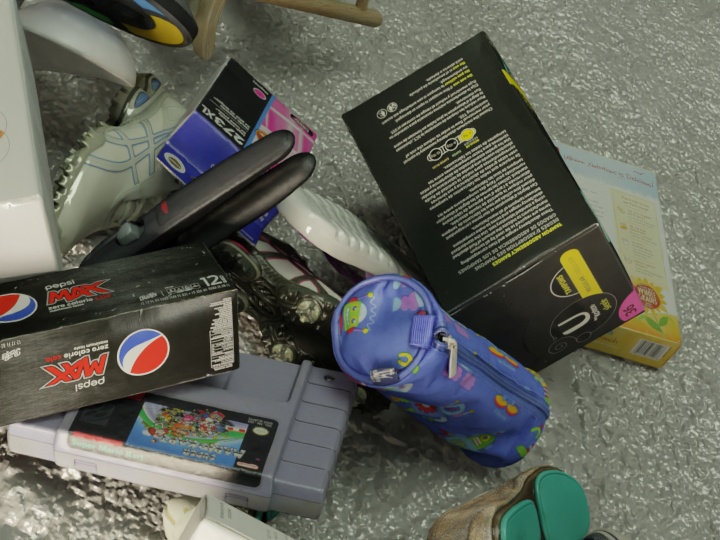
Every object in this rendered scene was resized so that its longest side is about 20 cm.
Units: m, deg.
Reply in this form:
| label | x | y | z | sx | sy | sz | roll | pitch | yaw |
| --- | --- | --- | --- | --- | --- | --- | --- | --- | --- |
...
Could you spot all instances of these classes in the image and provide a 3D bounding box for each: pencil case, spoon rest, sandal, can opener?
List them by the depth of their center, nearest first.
| label | x | y | z | sx | sy | sz | roll | pitch | yaw |
| --- | --- | --- | --- | --- | --- | --- | --- | --- | --- |
| can opener | -0.119 | -0.030 | 1.112 | 0.063 | 0.200 | 0.079 | 31 | 30 | -51 |
| pencil case | 0.060 | 0.071 | 1.134 | 0.200 | 0.087 | 0.078 | 38 | 65 | -51 |
| spoon rest | -0.232 | -0.171 | 1.224 | 0.099 | 0.061 | 0.200 | 27 | 4 | -39 |
| sandal | -0.003 | -0.004 | 1.228 | 0.203 | 0.050 | 0.082 | 34 | 13 | -46 |

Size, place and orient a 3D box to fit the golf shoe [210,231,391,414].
| label | x | y | z | sx | sy | sz | roll | pitch | yaw |
| --- | --- | --- | --- | --- | --- | --- | --- | --- | --- |
| golf shoe | -0.046 | 0.020 | 1.194 | 0.200 | 0.077 | 0.088 | 37 | 32 | 0 |

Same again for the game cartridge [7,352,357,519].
| label | x | y | z | sx | sy | sz | roll | pitch | yaw |
| --- | --- | --- | --- | --- | --- | --- | --- | --- | --- |
| game cartridge | -0.110 | 0.090 | 1.064 | 0.200 | 0.038 | 0.130 | 12 | 28 | 4 |

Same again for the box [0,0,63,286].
| label | x | y | z | sx | sy | sz | roll | pitch | yaw |
| --- | --- | --- | --- | --- | --- | --- | --- | --- | --- |
| box | -0.283 | -0.075 | 1.081 | 0.152 | 0.106 | 0.200 | -10 | 54 | -7 |

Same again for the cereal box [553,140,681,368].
| label | x | y | z | sx | sy | sz | roll | pitch | yaw |
| --- | --- | --- | --- | --- | --- | --- | --- | --- | --- |
| cereal box | 0.187 | -0.022 | 1.391 | 0.144 | 0.040 | 0.200 | 16 | 45 | -16 |

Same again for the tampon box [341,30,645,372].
| label | x | y | z | sx | sy | sz | roll | pitch | yaw |
| --- | --- | --- | --- | --- | --- | --- | --- | --- | --- |
| tampon box | 0.101 | -0.044 | 1.248 | 0.200 | 0.126 | 0.150 | 64 | 9 | 32 |

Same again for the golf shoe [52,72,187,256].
| label | x | y | z | sx | sy | sz | roll | pitch | yaw |
| --- | --- | --- | --- | --- | --- | --- | --- | --- | --- |
| golf shoe | -0.165 | -0.063 | 1.202 | 0.097 | 0.078 | 0.200 | 36 | 43 | -5 |

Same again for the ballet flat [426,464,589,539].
| label | x | y | z | sx | sy | sz | roll | pitch | yaw |
| --- | --- | --- | --- | --- | --- | --- | --- | --- | --- |
| ballet flat | 0.097 | 0.170 | 1.131 | 0.200 | 0.067 | 0.068 | 7 | 75 | -66 |

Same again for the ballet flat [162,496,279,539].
| label | x | y | z | sx | sy | sz | roll | pitch | yaw |
| --- | --- | --- | --- | --- | --- | --- | --- | --- | --- |
| ballet flat | -0.082 | 0.149 | 1.066 | 0.075 | 0.068 | 0.200 | 21 | 37 | 8 |

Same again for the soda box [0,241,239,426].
| label | x | y | z | sx | sy | sz | roll | pitch | yaw |
| --- | --- | --- | --- | --- | --- | --- | --- | --- | --- |
| soda box | -0.179 | 0.042 | 1.036 | 0.200 | 0.063 | 0.071 | -12 | 32 | -20 |

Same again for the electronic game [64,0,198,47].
| label | x | y | z | sx | sy | sz | roll | pitch | yaw |
| --- | --- | --- | --- | --- | --- | --- | --- | --- | --- |
| electronic game | -0.207 | -0.216 | 1.200 | 0.200 | 0.200 | 0.042 | 28 | 85 | -5 |

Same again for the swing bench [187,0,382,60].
| label | x | y | z | sx | sy | sz | roll | pitch | yaw |
| --- | --- | --- | --- | --- | --- | --- | --- | --- | --- |
| swing bench | -0.099 | -0.287 | 1.370 | 0.200 | 0.130 | 0.199 | -16 | 47 | -39 |

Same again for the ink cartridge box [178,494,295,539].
| label | x | y | z | sx | sy | sz | roll | pitch | yaw |
| --- | --- | --- | --- | --- | --- | --- | --- | --- | --- |
| ink cartridge box | -0.035 | 0.240 | 0.940 | 0.200 | 0.147 | 0.083 | 29 | 0 | -5 |

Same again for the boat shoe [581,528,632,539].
| label | x | y | z | sx | sy | sz | roll | pitch | yaw |
| --- | --- | --- | --- | --- | --- | --- | --- | --- | --- |
| boat shoe | 0.143 | 0.250 | 1.088 | 0.093 | 0.075 | 0.200 | 21 | 44 | -26 |

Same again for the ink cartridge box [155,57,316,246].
| label | x | y | z | sx | sy | sz | roll | pitch | yaw |
| --- | --- | --- | --- | --- | --- | --- | --- | --- | --- |
| ink cartridge box | -0.088 | -0.092 | 1.236 | 0.095 | 0.037 | 0.200 | 42 | 22 | -11 |
